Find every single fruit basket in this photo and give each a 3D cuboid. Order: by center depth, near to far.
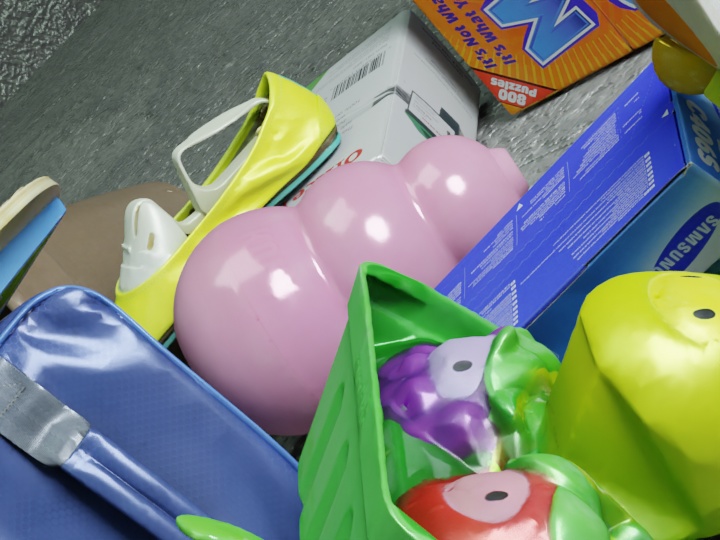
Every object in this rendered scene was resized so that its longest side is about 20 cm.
[{"bbox_3d":[0.074,0.060,0.578,0.216,0.155,0.216,-55,16,25],"label":"fruit basket"}]

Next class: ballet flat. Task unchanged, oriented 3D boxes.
[{"bbox_3d":[-0.095,-0.033,0.931,0.200,0.067,0.067,-50,23,-9],"label":"ballet flat"}]

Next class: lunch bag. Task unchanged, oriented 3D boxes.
[{"bbox_3d":[-0.111,0.112,0.747,0.136,0.200,0.132,-51,3,-14],"label":"lunch bag"}]

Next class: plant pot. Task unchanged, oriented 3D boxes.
[{"bbox_3d":[-0.176,0.030,1.076,0.174,0.201,0.200,-35,12,-35],"label":"plant pot"}]

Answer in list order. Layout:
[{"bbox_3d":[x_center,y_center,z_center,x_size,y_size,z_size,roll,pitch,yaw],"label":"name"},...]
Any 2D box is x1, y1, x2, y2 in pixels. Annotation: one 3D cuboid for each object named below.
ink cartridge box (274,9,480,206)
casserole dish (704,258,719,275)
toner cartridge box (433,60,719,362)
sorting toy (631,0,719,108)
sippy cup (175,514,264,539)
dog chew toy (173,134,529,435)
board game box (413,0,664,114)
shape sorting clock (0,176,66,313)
[{"bbox_3d":[-0.006,-0.055,1.017,0.146,0.084,0.200,-34,24,26],"label":"ink cartridge box"},{"bbox_3d":[0.177,-0.055,0.736,0.121,0.039,0.200,-44,19,1],"label":"casserole dish"},{"bbox_3d":[0.087,0.005,0.715,0.200,0.043,0.095,-47,23,30],"label":"toner cartridge box"},{"bbox_3d":[0.208,-0.078,0.586,0.199,0.107,0.180,-13,40,-15],"label":"sorting toy"},{"bbox_3d":[-0.089,0.186,0.595,0.140,0.130,0.179,-38,31,45],"label":"sippy cup"},{"bbox_3d":[0.000,0.000,0.861,0.199,0.125,0.125,-33,21,8],"label":"dog chew toy"},{"bbox_3d":[0.131,-0.262,0.990,0.199,0.200,0.200,-26,26,41],"label":"board game box"},{"bbox_3d":[-0.204,0.037,0.745,0.200,0.039,0.200,-54,7,10],"label":"shape sorting clock"}]
